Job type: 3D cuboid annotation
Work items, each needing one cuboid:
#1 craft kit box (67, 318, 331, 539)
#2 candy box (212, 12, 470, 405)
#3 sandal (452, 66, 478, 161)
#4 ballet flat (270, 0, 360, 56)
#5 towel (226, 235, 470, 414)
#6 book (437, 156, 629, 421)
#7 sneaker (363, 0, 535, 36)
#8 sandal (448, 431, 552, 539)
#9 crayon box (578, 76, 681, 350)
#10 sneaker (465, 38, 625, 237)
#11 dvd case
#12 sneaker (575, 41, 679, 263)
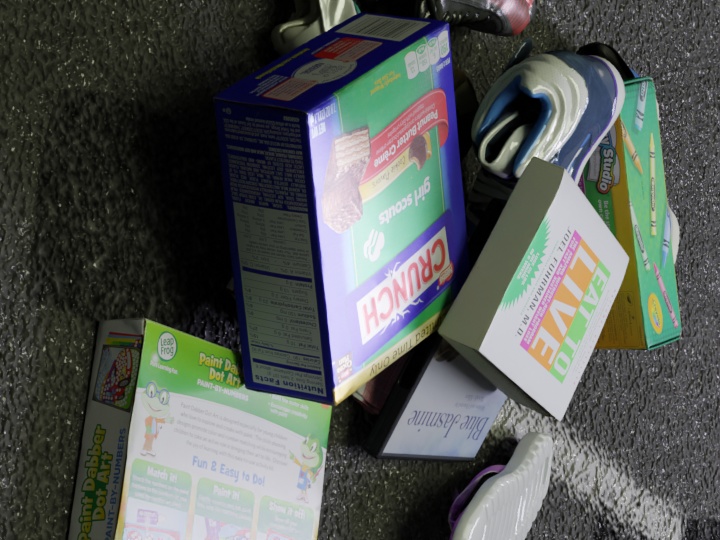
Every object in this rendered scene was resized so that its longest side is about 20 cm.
[{"bbox_3d":[-0.100,0.148,1.533,0.200,0.048,0.199,24,71,-51],"label":"craft kit box"},{"bbox_3d":[-0.008,-0.040,1.542,0.169,0.077,0.201,-36,129,-48],"label":"candy box"},{"bbox_3d":[0.010,-0.073,1.692,0.200,0.054,0.082,-49,135,-24],"label":"sandal"},{"bbox_3d":[-0.036,-0.182,1.631,0.069,0.069,0.201,-16,97,-53],"label":"ballet flat"},{"bbox_3d":[0.000,0.000,1.651,0.200,0.023,0.145,41,74,-48],"label":"towel"},{"bbox_3d":[0.122,0.014,1.671,0.134,0.048,0.200,-62,156,-6],"label":"book"},{"bbox_3d":[0.053,-0.201,1.738,0.200,0.071,0.098,30,64,-47],"label":"sneaker"},{"bbox_3d":[0.092,0.177,1.794,0.203,0.050,0.083,-33,130,-64],"label":"sandal"},{"bbox_3d":[0.169,-0.041,1.847,0.058,0.118,0.201,-16,101,-53],"label":"crayon box"},{"bbox_3d":[0.102,-0.068,1.730,0.146,0.080,0.201,-12,137,-58],"label":"sneaker"},{"bbox_3d":[0.086,0.046,1.722,0.142,0.018,0.201,9,112,-59],"label":"dvd case"},{"bbox_3d":[0.193,-0.085,1.897,0.111,0.076,0.201,43,41,-48],"label":"sneaker"}]
